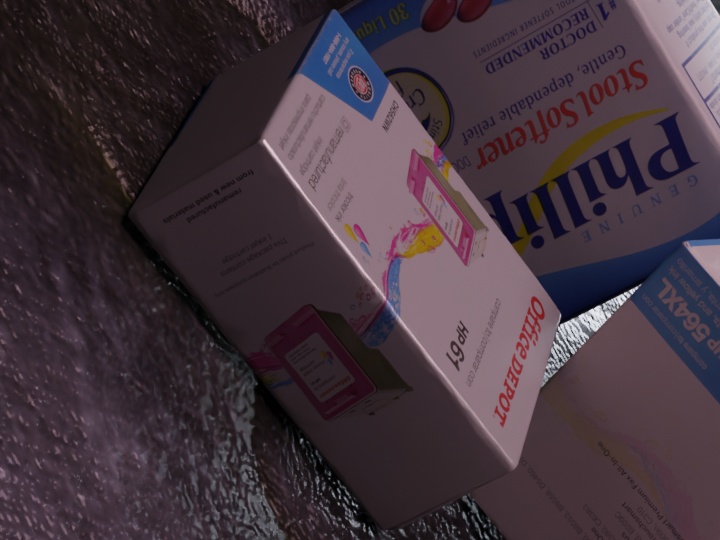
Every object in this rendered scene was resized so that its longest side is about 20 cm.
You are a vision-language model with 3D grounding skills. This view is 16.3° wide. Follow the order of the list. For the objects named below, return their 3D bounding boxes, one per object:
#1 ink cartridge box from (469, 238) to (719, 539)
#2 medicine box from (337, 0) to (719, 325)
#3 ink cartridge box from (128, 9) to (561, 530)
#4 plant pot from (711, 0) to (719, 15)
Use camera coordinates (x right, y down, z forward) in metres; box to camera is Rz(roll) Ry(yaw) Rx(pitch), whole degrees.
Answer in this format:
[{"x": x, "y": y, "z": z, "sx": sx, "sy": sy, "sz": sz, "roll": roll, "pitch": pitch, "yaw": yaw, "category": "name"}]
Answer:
[{"x": 0.157, "y": 0.095, "z": 1.261, "sx": 0.125, "sy": 0.200, "sz": 0.129, "roll": 51, "pitch": 24, "yaw": 18, "category": "ink cartridge box"}, {"x": 0.099, "y": -0.087, "z": 1.322, "sx": 0.200, "sy": 0.182, "sz": 0.103, "roll": 58, "pitch": 28, "yaw": -6, "category": "medicine box"}, {"x": 0.000, "y": 0.000, "z": 1.183, "sx": 0.200, "sy": 0.085, "sz": 0.145, "roll": 53, "pitch": 29, "yaw": -18, "category": "ink cartridge box"}, {"x": 0.164, "y": -0.140, "z": 1.492, "sx": 0.200, "sy": 0.200, "sz": 0.196, "roll": 16, "pitch": 43, "yaw": -54, "category": "plant pot"}]
